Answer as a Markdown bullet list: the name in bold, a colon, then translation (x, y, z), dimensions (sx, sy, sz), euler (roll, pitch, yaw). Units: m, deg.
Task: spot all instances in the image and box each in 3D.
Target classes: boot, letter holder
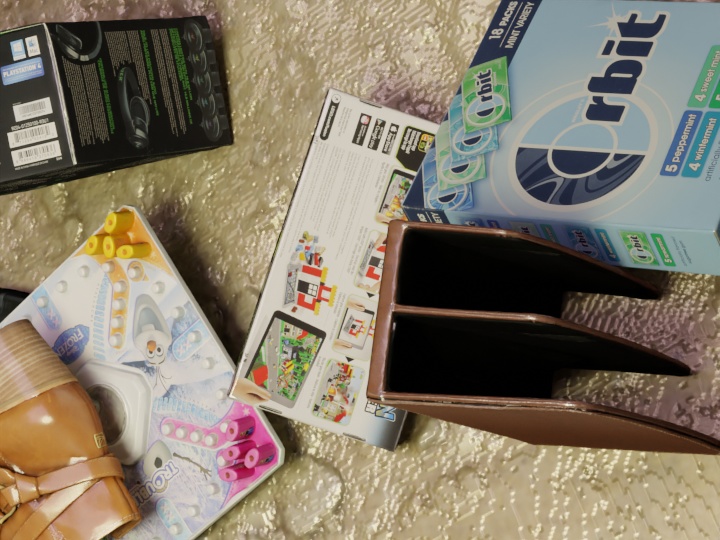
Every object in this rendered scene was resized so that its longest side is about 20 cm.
- **boot**: translation (-0.239, 0.146, 1.606), dimensions (0.200, 0.074, 0.155), euler (-40, 77, 32)
- **letter holder**: translation (0.117, 0.041, 1.384), dimensions (0.142, 0.200, 0.101), euler (3, 82, 31)

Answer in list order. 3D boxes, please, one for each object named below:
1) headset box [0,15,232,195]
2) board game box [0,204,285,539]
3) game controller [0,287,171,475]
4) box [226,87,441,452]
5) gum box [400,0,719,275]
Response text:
- **headset box**: translation (-0.204, -0.103, 1.615), dimensions (0.174, 0.200, 0.093), euler (-11, 91, 30)
- **board game box**: translation (-0.166, 0.093, 1.610), dimensions (0.200, 0.026, 0.200), euler (-41, 72, 28)
- **game controller**: translation (-0.193, 0.076, 1.666), dimensions (0.200, 0.042, 0.105), euler (12, 101, 33)
- **box**: translation (0.000, 0.000, 1.529), dimensions (0.110, 0.035, 0.200), euler (19, 90, -3)
- **gum box**: translation (0.146, -0.082, 1.442), dimensions (0.200, 0.045, 0.170), euler (6, 55, 32)
